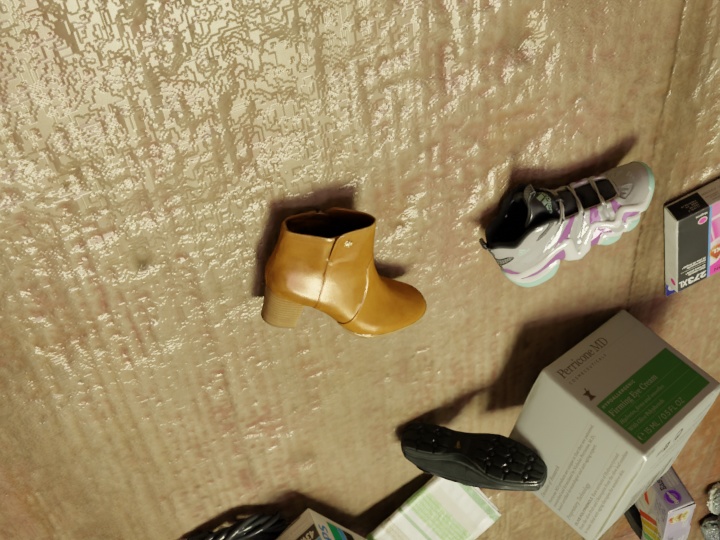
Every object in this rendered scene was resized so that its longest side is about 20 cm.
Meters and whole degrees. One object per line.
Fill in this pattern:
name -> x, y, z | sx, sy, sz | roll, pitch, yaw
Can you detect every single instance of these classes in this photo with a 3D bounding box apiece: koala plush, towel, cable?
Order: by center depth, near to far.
cable -> -0.161, 0.393, 1.509 | 0.163, 0.051, 0.200 | -31, 140, -6
towel -> 0.096, 0.380, 1.618 | 0.200, 0.031, 0.149 | -40, 123, -2
koala plush -> 0.737, 0.480, 2.089 | 0.184, 0.177, 0.200 | -50, 139, 8

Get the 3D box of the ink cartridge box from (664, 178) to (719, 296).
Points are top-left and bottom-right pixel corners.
ink cartridge box -> 0.439, -0.033, 1.417 | 0.094, 0.037, 0.200 | -26, 144, -4

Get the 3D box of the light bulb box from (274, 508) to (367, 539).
light bulb box -> -0.059, 0.457, 1.489 | 0.198, 0.125, 0.200 | -43, 131, 9

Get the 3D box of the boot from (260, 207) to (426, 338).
boot -> -0.001, 0.000, 1.139 | 0.200, 0.071, 0.144 | -1, 137, -25

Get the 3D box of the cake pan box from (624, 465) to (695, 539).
cake pan box -> 0.444, 0.340, 1.717 | 0.052, 0.185, 0.200 | -18, 142, -7

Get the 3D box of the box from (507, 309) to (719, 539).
box -> 0.325, 0.202, 1.452 | 0.199, 0.171, 0.200 | -30, 148, -38

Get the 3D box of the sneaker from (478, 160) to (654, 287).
sneaker -> 0.220, -0.069, 1.199 | 0.200, 0.078, 0.140 | -39, 142, 12

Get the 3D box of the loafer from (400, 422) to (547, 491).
loafer -> 0.150, 0.251, 1.450 | 0.071, 0.200, 0.068 | 71, 37, -50

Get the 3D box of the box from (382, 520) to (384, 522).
box -> 0.041, 0.450, 1.700 | 0.039, 0.042, 0.200 | -10, 138, -23
